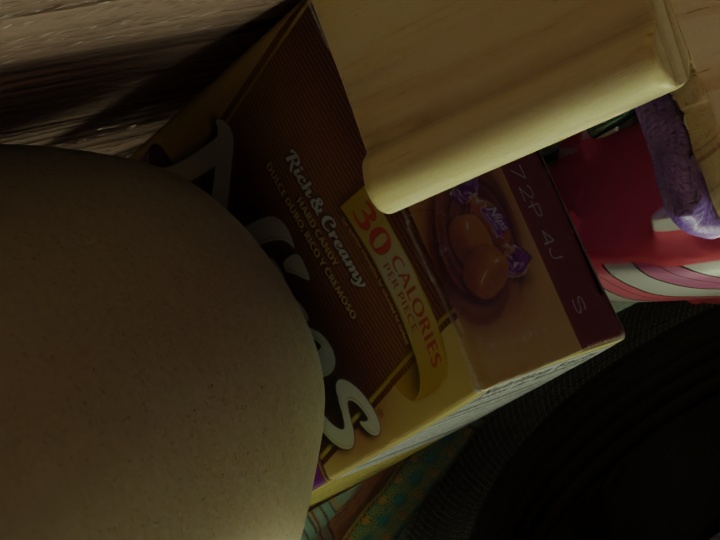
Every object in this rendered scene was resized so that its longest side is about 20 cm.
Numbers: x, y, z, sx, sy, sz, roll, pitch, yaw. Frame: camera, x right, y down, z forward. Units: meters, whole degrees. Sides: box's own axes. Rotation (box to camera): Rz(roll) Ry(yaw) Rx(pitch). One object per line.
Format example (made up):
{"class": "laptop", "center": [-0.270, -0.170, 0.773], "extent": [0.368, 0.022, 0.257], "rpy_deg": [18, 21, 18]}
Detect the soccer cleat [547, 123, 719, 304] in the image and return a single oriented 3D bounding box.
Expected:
{"class": "soccer cleat", "center": [0.138, -0.012, 0.761], "extent": [0.199, 0.077, 0.067], "rpy_deg": [-11, -141, 19]}

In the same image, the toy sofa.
{"class": "toy sofa", "center": [0.081, -0.056, 0.655], "extent": [0.083, 0.098, 0.200], "rpy_deg": [-21, 179, 35]}

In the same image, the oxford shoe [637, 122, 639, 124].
{"class": "oxford shoe", "center": [0.132, -0.036, 0.880], "extent": [0.072, 0.071, 0.200], "rpy_deg": [-23, 179, -1]}

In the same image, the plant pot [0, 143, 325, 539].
{"class": "plant pot", "center": [-0.088, 0.044, 0.725], "extent": [0.134, 0.201, 0.200], "rpy_deg": [-37, -172, -29]}

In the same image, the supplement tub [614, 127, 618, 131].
{"class": "supplement tub", "center": [0.044, -0.011, 1.284], "extent": [0.199, 0.123, 0.122], "rpy_deg": [-18, 178, -22]}

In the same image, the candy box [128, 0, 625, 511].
{"class": "candy box", "center": [-0.017, 0.004, 0.791], "extent": [0.056, 0.117, 0.200], "rpy_deg": [-18, 170, -35]}

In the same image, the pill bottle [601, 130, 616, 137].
{"class": "pill bottle", "center": [0.061, -0.007, 1.086], "extent": [0.115, 0.116, 0.200], "rpy_deg": [-19, -169, -18]}

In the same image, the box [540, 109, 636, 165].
{"class": "box", "center": [0.074, -0.062, 0.868], "extent": [0.144, 0.036, 0.200], "rpy_deg": [-26, 179, -43]}

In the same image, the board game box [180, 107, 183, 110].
{"class": "board game box", "center": [-0.005, -0.056, 0.960], "extent": [0.104, 0.024, 0.200], "rpy_deg": [-22, 178, 0]}

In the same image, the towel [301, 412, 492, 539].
{"class": "towel", "center": [0.023, 0.046, 0.897], "extent": [0.200, 0.022, 0.147], "rpy_deg": [-53, -177, 2]}

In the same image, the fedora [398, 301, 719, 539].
{"class": "fedora", "center": [0.112, 0.080, 0.832], "extent": [0.200, 0.090, 0.177], "rpy_deg": [-26, -155, 34]}

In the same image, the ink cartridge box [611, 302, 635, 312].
{"class": "ink cartridge box", "center": [0.204, 0.012, 0.951], "extent": [0.199, 0.044, 0.173], "rpy_deg": [4, 168, -44]}

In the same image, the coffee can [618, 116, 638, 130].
{"class": "coffee can", "center": [0.213, -0.063, 1.094], "extent": [0.146, 0.147, 0.200], "rpy_deg": [-18, 178, -24]}
